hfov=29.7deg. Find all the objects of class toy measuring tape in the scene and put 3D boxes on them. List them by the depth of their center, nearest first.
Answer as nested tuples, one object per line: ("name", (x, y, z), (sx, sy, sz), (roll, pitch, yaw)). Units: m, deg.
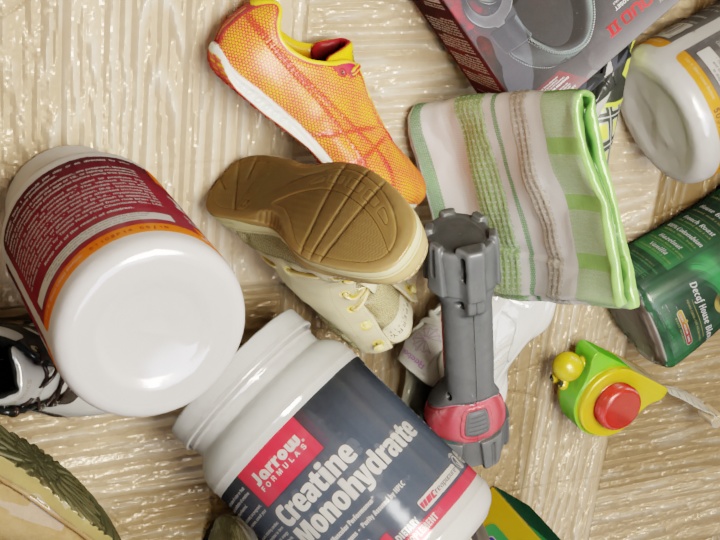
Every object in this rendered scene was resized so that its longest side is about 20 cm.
("toy measuring tape", (0.232, 0.118, 1.174), (0.200, 0.074, 0.074), (26, 101, -34))

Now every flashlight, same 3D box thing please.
("flashlight", (0.072, 0.050, 0.965), (0.068, 0.068, 0.200), (-49, 143, -46))

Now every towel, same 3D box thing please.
("towel", (0.102, -0.047, 0.919), (0.031, 0.200, 0.150), (-22, 103, -25))

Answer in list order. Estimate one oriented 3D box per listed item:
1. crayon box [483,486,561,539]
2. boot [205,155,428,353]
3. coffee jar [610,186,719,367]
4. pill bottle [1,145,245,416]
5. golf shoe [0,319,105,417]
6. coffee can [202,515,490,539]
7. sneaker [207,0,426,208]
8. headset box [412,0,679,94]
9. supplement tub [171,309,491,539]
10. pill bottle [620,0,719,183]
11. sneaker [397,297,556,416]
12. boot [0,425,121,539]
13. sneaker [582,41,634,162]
("crayon box", (0.110, 0.313, 1.145), (0.058, 0.173, 0.200), (33, 97, -35))
("boot", (0.000, 0.000, 0.916), (0.073, 0.200, 0.155), (-55, 129, -17))
("coffee jar", (0.303, -0.014, 1.131), (0.200, 0.085, 0.104), (-35, 125, -8))
("pill bottle", (-0.154, -0.005, 0.828), (0.113, 0.200, 0.113), (-12, 119, -22))
("golf shoe", (-0.219, 0.071, 0.900), (0.200, 0.094, 0.078), (15, 106, -34))
("coffee can", (-0.011, 0.257, 1.069), (0.200, 0.146, 0.147), (-1, 115, -27))
("sneaker", (-0.013, -0.109, 0.926), (0.077, 0.073, 0.200), (-47, 126, 5))
("headset box", (0.115, -0.208, 0.923), (0.149, 0.077, 0.200), (-40, 114, -3))
("supplement tub", (-0.020, 0.140, 0.957), (0.200, 0.140, 0.140), (44, 91, 6))
("pill bottle", (0.306, -0.159, 1.040), (0.200, 0.116, 0.117), (-28, 124, -11))
("sneaker", (0.087, 0.046, 1.048), (0.099, 0.075, 0.200), (2, 114, -43))
("boot", (-0.278, 0.188, 0.862), (0.200, 0.066, 0.175), (-44, 122, 1))
("sneaker", (0.155, -0.107, 1.008), (0.076, 0.075, 0.200), (34, 76, -56))
